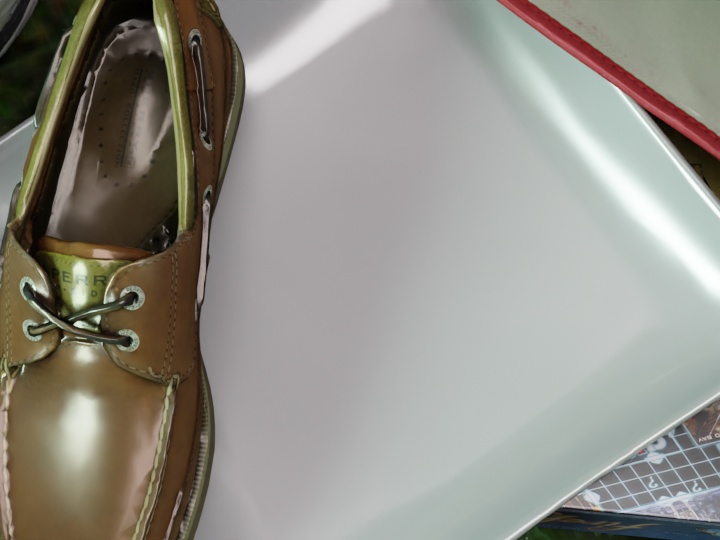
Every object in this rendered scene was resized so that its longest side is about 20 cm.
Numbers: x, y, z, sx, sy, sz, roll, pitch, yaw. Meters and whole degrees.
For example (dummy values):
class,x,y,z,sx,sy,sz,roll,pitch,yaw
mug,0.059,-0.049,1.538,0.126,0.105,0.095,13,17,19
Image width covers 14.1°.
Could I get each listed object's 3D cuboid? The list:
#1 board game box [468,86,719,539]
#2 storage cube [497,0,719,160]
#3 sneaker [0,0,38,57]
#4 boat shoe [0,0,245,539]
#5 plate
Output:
class,x,y,z,sx,sy,sz,roll,pitch,yaw
board game box,0.133,0.020,0.929,0.199,0.035,0.136,7,76,-7
storage cube,0.167,-0.133,0.838,0.200,0.171,0.180,35,65,-5
sneaker,-0.159,-0.052,0.861,0.075,0.115,0.200,31,74,0
boat shoe,-0.079,0.007,0.848,0.072,0.068,0.201,2,76,8
plate,0.000,0.000,0.891,0.199,0.032,0.200,-36,74,-3
